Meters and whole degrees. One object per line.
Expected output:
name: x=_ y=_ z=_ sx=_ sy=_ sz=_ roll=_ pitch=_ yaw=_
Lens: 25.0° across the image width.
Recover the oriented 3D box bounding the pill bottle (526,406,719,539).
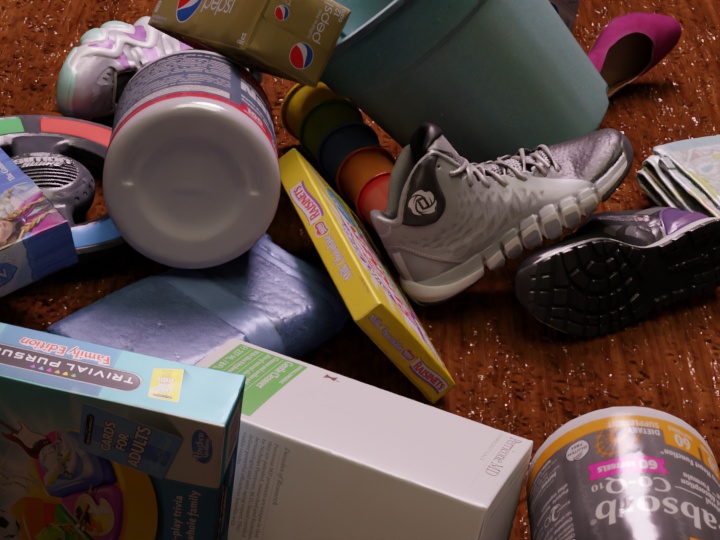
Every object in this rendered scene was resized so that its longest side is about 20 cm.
pill bottle: x=0.154 y=0.176 z=0.884 sx=0.116 sy=0.116 sz=0.200 roll=6 pitch=33 yaw=-4

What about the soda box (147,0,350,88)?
soda box: x=-0.089 y=-0.192 z=1.231 sx=0.068 sy=0.064 sz=0.200 roll=25 pitch=0 yaw=-30

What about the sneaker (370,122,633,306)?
sneaker: x=0.095 y=-0.070 z=1.167 sx=0.200 sy=0.116 sz=0.075 roll=-35 pitch=21 yaw=-5

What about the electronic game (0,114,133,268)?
electronic game: x=-0.239 y=-0.063 z=1.217 sx=0.200 sy=0.042 sz=0.200 roll=6 pitch=34 yaw=-4

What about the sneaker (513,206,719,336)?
sneaker: x=0.184 y=-0.005 z=1.222 sx=0.200 sy=0.076 sz=0.088 roll=-10 pitch=23 yaw=-32

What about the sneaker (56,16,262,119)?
sneaker: x=-0.146 y=-0.160 z=1.351 sx=0.140 sy=0.078 sz=0.200 roll=24 pitch=37 yaw=23

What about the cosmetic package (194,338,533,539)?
cosmetic package: x=-0.013 y=0.120 z=0.943 sx=0.200 sy=0.085 sz=0.108 roll=17 pitch=20 yaw=14

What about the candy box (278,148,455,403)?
candy box: x=0.000 y=0.000 z=1.136 sx=0.026 sy=0.102 sz=0.200 roll=-39 pitch=39 yaw=8

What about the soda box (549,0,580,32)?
soda box: x=0.166 y=-0.301 z=1.641 sx=0.063 sy=0.068 sz=0.200 roll=2 pitch=34 yaw=-12

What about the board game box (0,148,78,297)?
board game box: x=-0.329 y=-0.030 z=1.110 sx=0.199 sy=0.043 sz=0.200 roll=-28 pitch=47 yaw=-23

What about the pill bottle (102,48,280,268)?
pill bottle: x=-0.119 y=-0.091 z=1.157 sx=0.120 sy=0.120 sz=0.200 roll=4 pitch=22 yaw=-7

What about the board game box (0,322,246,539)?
board game box: x=-0.170 y=0.107 z=0.881 sx=0.200 sy=0.151 sz=0.047 roll=12 pitch=34 yaw=5

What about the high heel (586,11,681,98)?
high heel: x=0.236 y=-0.177 z=1.473 sx=0.200 sy=0.067 sz=0.096 roll=-28 pitch=36 yaw=-22

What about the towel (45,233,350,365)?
towel: x=-0.105 y=0.042 z=1.087 sx=0.112 sy=0.049 sz=0.200 roll=32 pitch=39 yaw=30

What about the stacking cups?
stacking cups: x=-0.006 y=-0.087 z=1.275 sx=0.060 sy=0.061 sz=0.200 roll=-5 pitch=31 yaw=-19

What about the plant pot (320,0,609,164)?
plant pot: x=0.079 y=-0.164 z=1.268 sx=0.196 sy=0.200 sz=0.200 roll=46 pitch=28 yaw=-19

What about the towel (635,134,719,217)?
towel: x=0.350 y=-0.054 z=1.339 sx=0.200 sy=0.048 sz=0.171 roll=-11 pitch=41 yaw=-27
